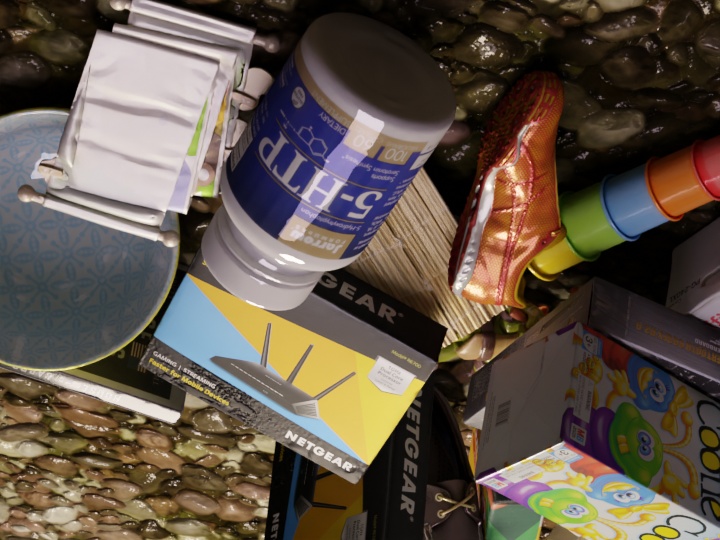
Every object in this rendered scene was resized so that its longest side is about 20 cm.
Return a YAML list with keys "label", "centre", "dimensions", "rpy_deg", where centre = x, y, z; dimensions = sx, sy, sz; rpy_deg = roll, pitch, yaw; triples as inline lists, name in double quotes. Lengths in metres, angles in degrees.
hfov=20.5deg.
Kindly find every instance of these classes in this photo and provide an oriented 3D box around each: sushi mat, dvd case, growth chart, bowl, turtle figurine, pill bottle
- label: "sushi mat"
  centre: [0.027, -0.025, 1.509]
  dimensions: [0.095, 0.012, 0.200]
  rpy_deg: [-28, 114, 10]
- label: "dvd case"
  centre: [-0.229, 0.031, 1.608]
  dimensions: [0.199, 0.151, 0.025]
  rpy_deg: [19, 137, -15]
- label: "growth chart"
  centre: [-0.149, -0.106, 1.445]
  dimensions: [0.144, 0.018, 0.201]
  rpy_deg: [22, 116, -12]
- label: "bowl"
  centre: [-0.241, -0.031, 1.540]
  dimensions: [0.199, 0.201, 0.108]
  rpy_deg: [16, -172, -10]
- label: "turtle figurine"
  centre: [0.096, 0.052, 1.633]
  dimensions: [0.160, 0.065, 0.200]
  rpy_deg: [-4, 158, -14]
- label: "pill bottle"
  centre: [-0.030, -0.071, 1.404]
  dimensions: [0.119, 0.120, 0.200]
  rpy_deg: [22, 126, -18]

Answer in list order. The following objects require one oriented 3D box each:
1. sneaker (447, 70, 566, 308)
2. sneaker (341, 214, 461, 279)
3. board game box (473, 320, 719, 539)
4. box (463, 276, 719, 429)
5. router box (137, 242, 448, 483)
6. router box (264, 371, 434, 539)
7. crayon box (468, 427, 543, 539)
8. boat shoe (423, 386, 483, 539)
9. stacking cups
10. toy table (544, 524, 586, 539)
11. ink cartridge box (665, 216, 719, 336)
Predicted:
- label: "sneaker"
  centre: [0.120, -0.061, 1.451]
  dimensions: [0.077, 0.073, 0.201]
  rpy_deg: [10, 129, -7]
- label: "sneaker"
  centre: [0.000, 0.000, 1.577]
  dimensions: [0.199, 0.075, 0.082]
  rpy_deg: [6, 145, 5]
- label: "board game box"
  centre: [0.198, 0.138, 1.482]
  dimensions: [0.199, 0.105, 0.103]
  rpy_deg: [29, 144, -26]
- label: "box"
  centre: [0.196, 0.092, 1.554]
  dimensions: [0.158, 0.049, 0.200]
  rpy_deg: [22, 147, -17]
- label: "router box"
  centre: [-0.053, 0.059, 1.537]
  dimensions: [0.199, 0.051, 0.149]
  rpy_deg: [28, 126, -4]
- label: "router box"
  centre: [-0.011, 0.176, 1.707]
  dimensions: [0.149, 0.201, 0.051]
  rpy_deg: [-24, 137, 37]
- label: "crayon box"
  centre: [0.128, 0.201, 1.783]
  dimensions: [0.050, 0.128, 0.200]
  rpy_deg: [-2, 144, -3]
- label: "boat shoe"
  centre: [0.070, 0.194, 1.737]
  dimensions: [0.071, 0.201, 0.060]
  rpy_deg: [-1, 148, -24]
- label: "stacking cups"
  centre: [0.206, -0.052, 1.470]
  dimensions: [0.199, 0.061, 0.060]
  rpy_deg: [-25, 133, 38]
- label: "toy table"
  centre: [0.235, 0.207, 1.782]
  dimensions: [0.199, 0.118, 0.184]
  rpy_deg: [28, 141, -24]
- label: "ink cartridge box"
  centre: [0.354, 0.023, 1.522]
  dimensions: [0.199, 0.084, 0.145]
  rpy_deg: [26, 143, -20]
